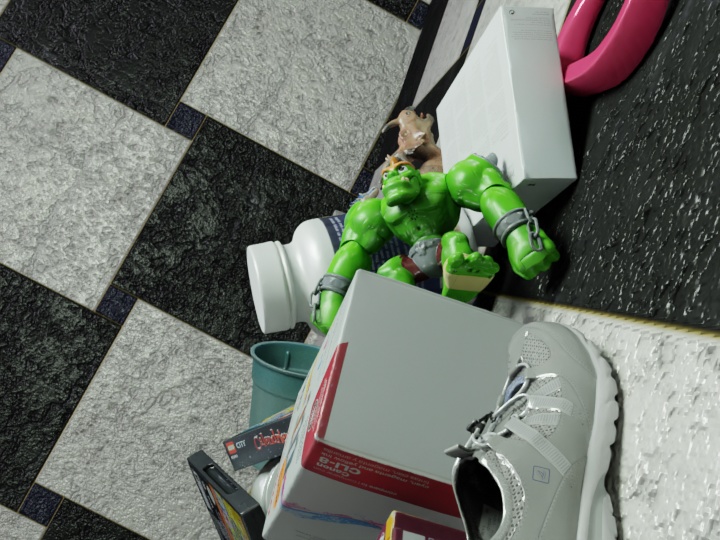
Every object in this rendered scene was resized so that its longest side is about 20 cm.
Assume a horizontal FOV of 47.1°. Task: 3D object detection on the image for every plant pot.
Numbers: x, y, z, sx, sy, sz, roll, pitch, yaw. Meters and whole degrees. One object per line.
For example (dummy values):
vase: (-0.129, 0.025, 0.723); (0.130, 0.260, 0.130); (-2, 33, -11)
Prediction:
plant pot: (-0.112, 0.247, 1.449); (0.200, 0.200, 0.196); (-103, 25, -80)

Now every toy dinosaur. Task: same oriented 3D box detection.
toy dinosaur: (0.075, -0.087, 0.921); (0.200, 0.135, 0.086); (-78, 9, -51)

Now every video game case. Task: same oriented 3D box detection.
video game case: (-0.115, 0.306, 0.885); (0.181, 0.025, 0.200); (12, 124, 61)

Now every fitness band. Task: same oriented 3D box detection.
fitness band: (0.199, -0.211, 0.653); (0.200, 0.037, 0.144); (-118, 45, -84)

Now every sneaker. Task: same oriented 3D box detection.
sneaker: (0.087, 0.094, 0.441); (0.200, 0.082, 0.075); (-78, 8, -52)

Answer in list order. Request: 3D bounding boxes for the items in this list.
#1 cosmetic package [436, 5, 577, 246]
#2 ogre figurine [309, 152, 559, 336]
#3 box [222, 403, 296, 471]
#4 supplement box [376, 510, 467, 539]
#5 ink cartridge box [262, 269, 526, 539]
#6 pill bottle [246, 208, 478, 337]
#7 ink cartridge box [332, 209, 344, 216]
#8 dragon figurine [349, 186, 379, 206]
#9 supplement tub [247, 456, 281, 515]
cosmetic package: (0.123, -0.118, 0.746); (0.200, 0.052, 0.151); (127, 142, -73)
ogre figurine: (0.049, -0.023, 0.663); (0.200, 0.098, 0.120); (-35, 44, 39)
box: (-0.040, 0.159, 0.917); (0.200, 0.038, 0.137); (-27, -4, 39)
supplement box: (0.022, 0.259, 0.508); (0.110, 0.086, 0.200); (-79, 9, -55)
ink cartridge box: (0.024, 0.128, 0.632); (0.200, 0.145, 0.145); (114, 171, -51)
pill bottle: (0.000, 0.000, 0.771); (0.111, 0.200, 0.111); (170, 90, -77)
ink cartridge box: (-0.017, -0.042, 1.760); (0.200, 0.125, 0.129); (-95, 25, -78)
dragon figurine: (-0.020, -0.012, 0.930); (0.200, 0.059, 0.099); (-53, 13, -15)
supplement tub: (-0.063, 0.284, 0.971); (0.200, 0.145, 0.146); (120, 168, -62)
